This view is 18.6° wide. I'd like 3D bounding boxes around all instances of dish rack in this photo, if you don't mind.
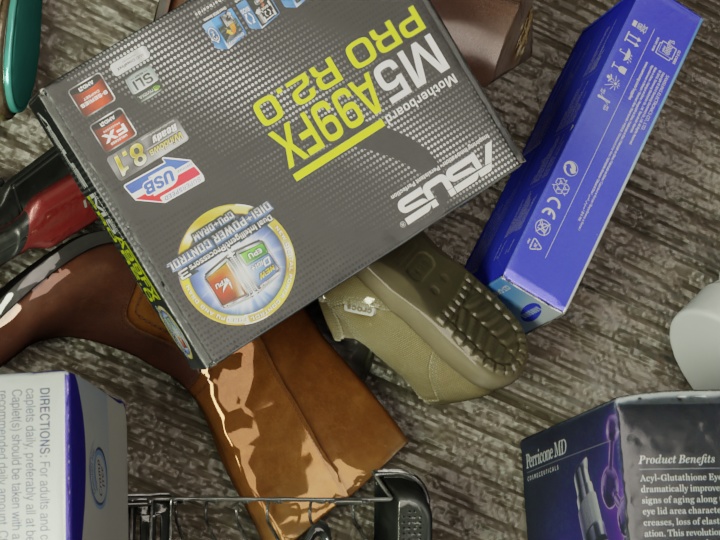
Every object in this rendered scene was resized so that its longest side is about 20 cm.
[{"bbox_3d":[-0.057,0.182,1.140,0.199,0.055,0.154,1,92,-12],"label":"dish rack"}]

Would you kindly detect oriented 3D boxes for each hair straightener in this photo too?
[{"bbox_3d":[-0.201,-0.022,1.164,0.200,0.041,0.077,-40,47,-25],"label":"hair straightener"}]

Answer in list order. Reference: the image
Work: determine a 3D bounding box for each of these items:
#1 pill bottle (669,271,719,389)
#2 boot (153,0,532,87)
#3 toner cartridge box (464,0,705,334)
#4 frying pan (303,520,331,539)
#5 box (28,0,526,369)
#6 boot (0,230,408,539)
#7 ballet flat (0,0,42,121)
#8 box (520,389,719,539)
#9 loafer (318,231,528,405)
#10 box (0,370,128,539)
[{"bbox_3d":[0.281,0.003,1.268,0.200,0.114,0.114,-39,90,-21],"label":"pill bottle"},{"bbox_3d":[-0.007,-0.123,1.170,0.200,0.064,0.187,19,65,-4],"label":"boot"},{"bbox_3d":[0.121,-0.060,1.245,0.043,0.095,0.200,30,71,-8],"label":"toner cartridge box"},{"bbox_3d":[-0.059,0.228,1.098,0.115,0.031,0.191,-8,85,-15],"label":"frying pan"},{"bbox_3d":[-0.041,-0.069,1.105,0.200,0.044,0.160,-32,95,-15],"label":"box"},{"bbox_3d":[-0.096,0.064,1.180,0.188,0.068,0.200,-33,95,-29],"label":"boot"},{"bbox_3d":[-0.199,-0.177,1.197,0.071,0.071,0.200,12,74,-14],"label":"ballet flat"},{"bbox_3d":[0.163,0.174,1.174,0.104,0.148,0.201,0,76,-16],"label":"box"},{"bbox_3d":[0.000,0.000,1.180,0.200,0.067,0.076,47,37,6],"label":"loafer"},{"bbox_3d":[-0.217,0.150,1.049,0.199,0.105,0.184,-4,77,10],"label":"box"}]
